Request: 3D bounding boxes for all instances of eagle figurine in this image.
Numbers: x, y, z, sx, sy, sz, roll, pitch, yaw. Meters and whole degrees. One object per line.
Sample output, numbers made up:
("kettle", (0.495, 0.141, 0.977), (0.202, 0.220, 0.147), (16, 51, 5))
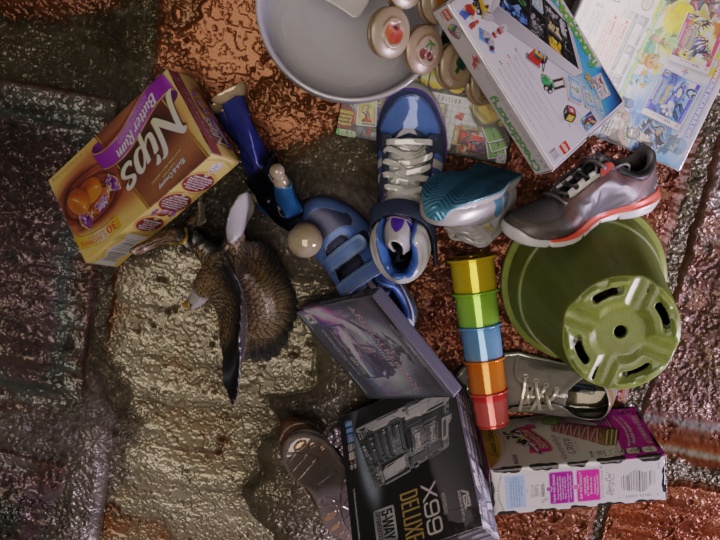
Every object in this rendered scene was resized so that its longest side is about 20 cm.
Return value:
("eagle figurine", (-0.147, 0.025, 1.089), (0.151, 0.151, 0.201), (-38, 93, -21))

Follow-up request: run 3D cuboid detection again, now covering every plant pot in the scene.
("plant pot", (0.263, 0.039, 1.060), (0.198, 0.190, 0.202), (0, 107, 1))

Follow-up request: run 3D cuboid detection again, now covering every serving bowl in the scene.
("serving bowl", (-0.013, -0.269, 1.026), (0.198, 0.066, 0.202), (1, 83, -6))

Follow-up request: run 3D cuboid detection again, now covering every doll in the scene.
("doll", (-0.102, -0.103, 1.063), (0.048, 0.136, 0.201), (-29, 95, -18))

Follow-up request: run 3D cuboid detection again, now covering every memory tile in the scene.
("memory tile", (0.096, -0.267, 0.992), (0.199, 0.017, 0.155), (15, 93, -42))

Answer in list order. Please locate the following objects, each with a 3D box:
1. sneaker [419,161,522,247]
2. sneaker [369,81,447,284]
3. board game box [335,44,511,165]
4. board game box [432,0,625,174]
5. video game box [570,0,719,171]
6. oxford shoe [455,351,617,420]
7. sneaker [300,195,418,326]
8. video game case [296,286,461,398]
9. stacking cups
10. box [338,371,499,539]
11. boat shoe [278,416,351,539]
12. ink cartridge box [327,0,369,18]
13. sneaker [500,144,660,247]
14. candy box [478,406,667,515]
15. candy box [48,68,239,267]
("sneaker", (0.120, -0.063, 1.032), (0.076, 0.200, 0.082), (19, 109, 25))
("sneaker", (0.051, -0.085, 1.034), (0.080, 0.147, 0.202), (4, 118, 2))
("board game box", (0.077, -0.188, 1.086), (0.198, 0.023, 0.106), (9, 103, -2))
("board game box", (0.176, -0.217, 0.993), (0.126, 0.035, 0.201), (-40, 103, -22))
("video game box", (0.308, -0.236, 1.056), (0.181, 0.047, 0.201), (22, 105, -3))
("oxford shoe", (0.212, 0.142, 1.159), (0.198, 0.058, 0.076), (5, 110, 2))
("sneaker", (0.000, 0.000, 1.109), (0.074, 0.082, 0.200), (-37, 100, 12))
("video game case", (0.015, 0.087, 1.086), (0.019, 0.200, 0.143), (-44, 103, -24))
("stacking cups", (0.143, 0.082, 1.126), (0.060, 0.061, 0.202), (-8, 97, 3))
("box", (0.062, 0.235, 1.104), (0.157, 0.201, 0.050), (-25, 137, 19))
("boat shoe", (-0.040, 0.252, 1.188), (0.075, 0.072, 0.201), (-31, 123, -7))
("ink cartridge box", (0.005, -0.372, 0.971), (0.116, 0.067, 0.201), (31, 81, -4))
("sneaker", (0.236, -0.089, 1.039), (0.199, 0.077, 0.083), (-21, 126, -22))
("candy box", (0.244, 0.221, 1.139), (0.198, 0.136, 0.062), (-7, 105, 2))
("candy box", (-0.239, -0.108, 1.055), (0.199, 0.056, 0.117), (-37, 70, 21))
